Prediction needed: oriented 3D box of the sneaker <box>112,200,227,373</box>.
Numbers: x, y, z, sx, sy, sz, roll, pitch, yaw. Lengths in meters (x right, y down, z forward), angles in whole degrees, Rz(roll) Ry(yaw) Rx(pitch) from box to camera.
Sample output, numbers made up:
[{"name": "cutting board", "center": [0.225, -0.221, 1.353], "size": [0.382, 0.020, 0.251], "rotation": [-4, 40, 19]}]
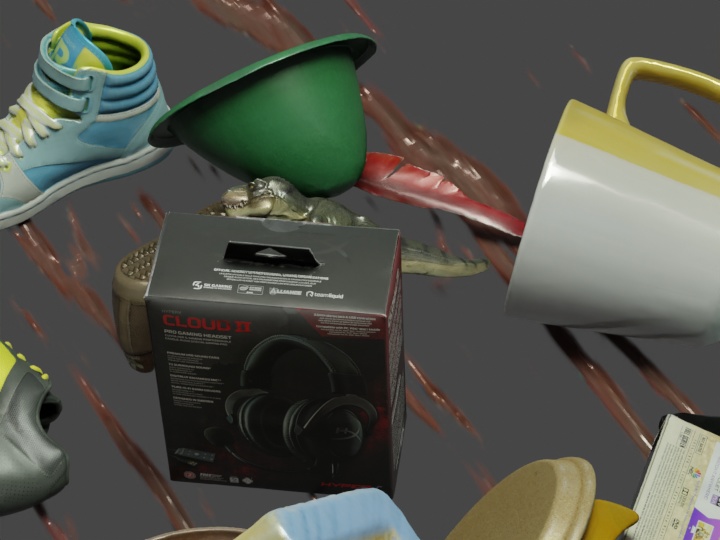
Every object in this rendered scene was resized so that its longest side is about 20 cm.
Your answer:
[{"name": "sneaker", "center": [-0.096, 0.006, 1.671], "size": [0.070, 0.076, 0.200], "rotation": [25, 32, 34]}]

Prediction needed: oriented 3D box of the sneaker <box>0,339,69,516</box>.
[{"name": "sneaker", "center": [-0.241, 0.079, 1.613], "size": [0.084, 0.075, 0.200], "rotation": [-10, 58, -14]}]

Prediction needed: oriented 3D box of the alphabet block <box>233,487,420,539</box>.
[{"name": "alphabet block", "center": [-0.039, 0.251, 1.284], "size": [0.200, 0.195, 0.197], "rotation": [-37, 77, 14]}]

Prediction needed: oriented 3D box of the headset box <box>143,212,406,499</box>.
[{"name": "headset box", "center": [-0.049, 0.048, 1.535], "size": [0.148, 0.200, 0.077], "rotation": [5, 49, 6]}]

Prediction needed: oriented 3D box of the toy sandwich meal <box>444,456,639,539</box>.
[{"name": "toy sandwich meal", "center": [0.088, 0.200, 1.438], "size": [0.070, 0.205, 0.205], "rotation": [38, 53, -11]}]

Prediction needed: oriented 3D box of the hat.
[{"name": "hat", "center": [-0.027, -0.053, 1.706], "size": [0.166, 0.200, 0.176], "rotation": [-12, 77, -60]}]

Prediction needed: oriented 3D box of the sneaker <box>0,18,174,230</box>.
[{"name": "sneaker", "center": [-0.229, -0.110, 1.729], "size": [0.200, 0.131, 0.080], "rotation": [-25, 53, -17]}]

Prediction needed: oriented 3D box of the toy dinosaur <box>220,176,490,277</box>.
[{"name": "toy dinosaur", "center": [0.000, 0.000, 1.644], "size": [0.200, 0.047, 0.088], "rotation": [19, 67, -24]}]

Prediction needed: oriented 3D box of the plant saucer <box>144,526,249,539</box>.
[{"name": "plant saucer", "center": [-0.091, 0.244, 1.474], "size": [0.200, 0.037, 0.201], "rotation": [-1, 49, 1]}]

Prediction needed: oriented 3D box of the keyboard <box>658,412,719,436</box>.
[{"name": "keyboard", "center": [0.219, 0.175, 1.531], "size": [0.104, 0.040, 0.200], "rotation": [10, 45, -19]}]

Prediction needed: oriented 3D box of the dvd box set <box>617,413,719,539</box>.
[{"name": "dvd box set", "center": [0.252, 0.183, 1.476], "size": [0.200, 0.029, 0.146], "rotation": [23, 49, 4]}]

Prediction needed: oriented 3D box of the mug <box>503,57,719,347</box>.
[{"name": "mug", "center": [0.193, -0.037, 1.626], "size": [0.153, 0.187, 0.149], "rotation": [17, 12, 7]}]
